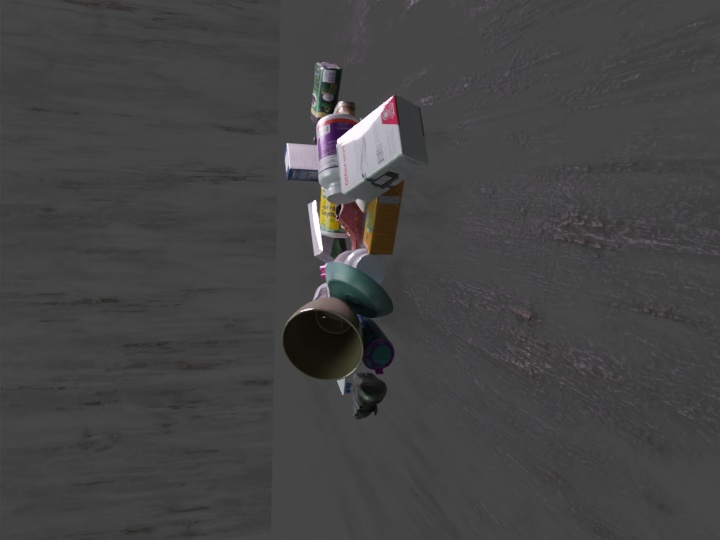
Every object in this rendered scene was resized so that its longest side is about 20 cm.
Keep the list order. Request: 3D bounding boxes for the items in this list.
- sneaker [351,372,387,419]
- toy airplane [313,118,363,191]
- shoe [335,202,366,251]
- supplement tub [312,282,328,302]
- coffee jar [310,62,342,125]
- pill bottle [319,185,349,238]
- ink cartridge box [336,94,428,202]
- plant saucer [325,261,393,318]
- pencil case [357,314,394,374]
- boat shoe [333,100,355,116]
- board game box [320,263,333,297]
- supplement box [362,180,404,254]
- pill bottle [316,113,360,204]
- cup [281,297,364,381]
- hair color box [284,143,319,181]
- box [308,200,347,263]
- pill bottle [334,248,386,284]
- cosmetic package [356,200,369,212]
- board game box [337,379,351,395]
[{"bbox_3d":[0.023,0.337,1.542,0.199,0.075,0.116,-173,82,-77],"label":"sneaker"},{"bbox_3d":[-0.029,-0.304,1.606,0.199,0.140,0.202,13,100,51],"label":"toy airplane"},{"bbox_3d":[-0.027,-0.127,1.679,0.072,0.090,0.202,-123,36,-63],"label":"shoe"},{"bbox_3d":[-0.094,0.139,1.763,0.201,0.121,0.123,-74,-2,-52],"label":"supplement tub"},{"bbox_3d":[-0.116,-0.586,2.008,0.104,0.084,0.202,-122,36,-56],"label":"coffee jar"},{"bbox_3d":[-0.062,-0.205,1.766,0.113,0.111,0.202,-132,45,-67],"label":"pill bottle"},{"bbox_3d":[0.044,-0.260,1.309,0.199,0.083,0.147,-27,61,44],"label":"ink cartridge box"},{"bbox_3d":[-0.012,0.058,1.471,0.036,0.199,0.200,-54,2,-23],"label":"plant saucer"},{"bbox_3d":[0.019,0.181,1.531,0.200,0.084,0.094,-135,48,-68],"label":"pencil case"},{"bbox_3d":[-0.063,-0.437,1.846,0.200,0.075,0.075,124,140,-65],"label":"boat shoe"},{"bbox_3d":[-0.054,0.096,1.676,0.200,0.026,0.202,25,-123,-66],"label":"board game box"},{"bbox_3d":[0.054,-0.141,1.439,0.067,0.068,0.202,-119,31,-61],"label":"supplement box"},{"bbox_3d":[-0.049,-0.270,1.457,0.112,0.111,0.202,137,132,-69],"label":"pill bottle"},{"bbox_3d":[-0.078,0.146,1.459,0.144,0.198,0.202,-68,-12,-62],"label":"cup"},{"bbox_3d":[-0.130,-0.330,1.850,0.061,0.198,0.101,117,149,-57],"label":"hair color box"},{"bbox_3d":[-0.098,-0.105,1.872,0.036,0.144,0.202,-26,54,25],"label":"box"},{"bbox_3d":[0.000,0.000,1.549,0.200,0.109,0.112,178,92,-74],"label":"pill bottle"},{"bbox_3d":[0.039,-0.254,1.481,0.104,0.072,0.202,-120,35,-61],"label":"cosmetic package"},{"bbox_3d":[-0.055,0.251,1.879,0.200,0.026,0.202,-122,34,-62],"label":"board game box"}]
